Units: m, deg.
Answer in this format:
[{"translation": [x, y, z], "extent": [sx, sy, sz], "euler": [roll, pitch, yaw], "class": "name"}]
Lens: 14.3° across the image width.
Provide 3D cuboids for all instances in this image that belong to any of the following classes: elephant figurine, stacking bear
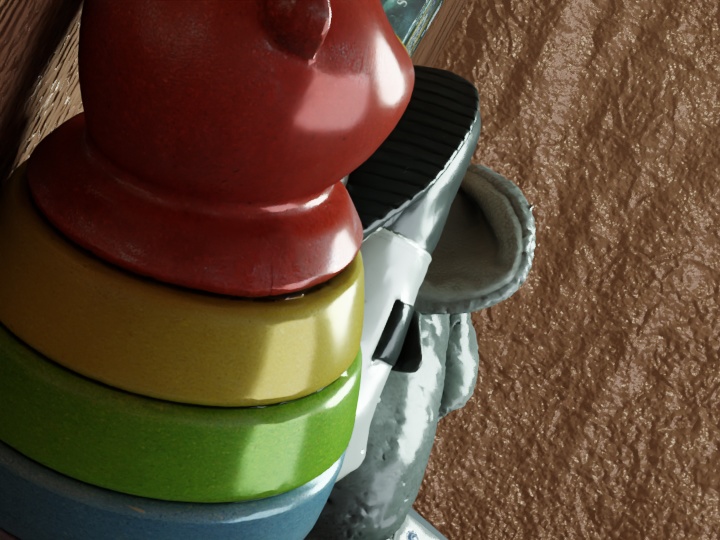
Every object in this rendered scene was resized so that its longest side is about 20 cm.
[{"translation": [0.000, 0.000, 1.052], "extent": [0.200, 0.155, 0.141], "euler": [-47, -152, -25], "class": "elephant figurine"}, {"translation": [-0.043, 0.005, 0.703], "extent": [0.121, 0.113, 0.200], "euler": [52, -46, 51], "class": "stacking bear"}]

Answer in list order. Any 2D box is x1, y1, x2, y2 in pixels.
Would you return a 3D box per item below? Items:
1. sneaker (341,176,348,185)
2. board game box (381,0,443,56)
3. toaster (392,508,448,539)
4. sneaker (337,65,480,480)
[{"translation": [-0.059, -0.005, 0.853], "extent": [0.081, 0.076, 0.200], "euler": [100, 10, -55], "class": "sneaker"}, {"translation": [0.000, -0.102, 1.625], "extent": [0.200, 0.028, 0.135], "euler": [-61, 178, -18], "class": "board game box"}, {"translation": [-0.039, 0.178, 1.096], "extent": [0.200, 0.114, 0.129], "euler": [-31, -151, 32], "class": "toaster"}, {"translation": [-0.019, 0.019, 0.942], "extent": [0.200, 0.074, 0.089], "euler": [-54, 144, -28], "class": "sneaker"}]
